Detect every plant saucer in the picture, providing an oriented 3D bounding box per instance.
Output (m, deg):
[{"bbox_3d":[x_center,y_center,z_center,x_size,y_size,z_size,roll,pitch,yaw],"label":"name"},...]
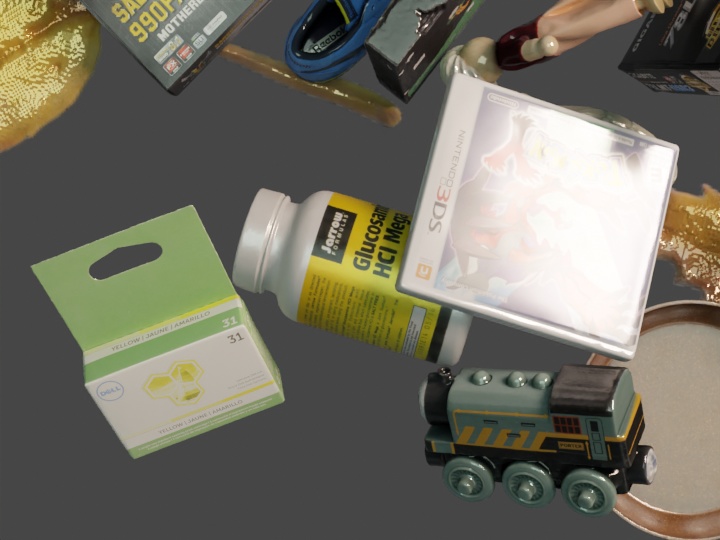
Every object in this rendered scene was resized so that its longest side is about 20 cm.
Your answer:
[{"bbox_3d":[0.278,0.126,1.202,0.198,0.034,0.203,0,89,4],"label":"plant saucer"}]

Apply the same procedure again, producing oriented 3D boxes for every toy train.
[{"bbox_3d":[0.140,0.129,1.150,0.198,0.085,0.115,2,122,27],"label":"toy train"}]

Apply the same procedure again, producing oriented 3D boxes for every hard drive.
[{"bbox_3d":[0.061,-0.210,1.133,0.038,0.200,0.140,38,92,5],"label":"hard drive"}]

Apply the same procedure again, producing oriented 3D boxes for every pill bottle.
[{"bbox_3d":[0.000,0.000,1.178,0.198,0.112,0.114,16,90,3],"label":"pill bottle"}]

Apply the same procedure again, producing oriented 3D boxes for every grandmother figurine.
[{"bbox_3d":[0.155,-0.197,1.172,0.199,0.121,0.061,-22,89,28],"label":"grandmother figurine"}]

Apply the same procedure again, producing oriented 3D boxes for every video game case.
[{"bbox_3d":[0.143,-0.043,1.128,0.198,0.023,0.184,17,77,-8],"label":"video game case"}]

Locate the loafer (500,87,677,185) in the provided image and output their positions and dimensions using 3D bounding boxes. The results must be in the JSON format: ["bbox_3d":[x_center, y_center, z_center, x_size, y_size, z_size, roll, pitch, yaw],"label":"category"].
[{"bbox_3d":[0.168,-0.100,1.198,0.198,0.070,0.070,16,50,-7],"label":"loafer"}]

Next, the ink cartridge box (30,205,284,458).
[{"bbox_3d":[-0.162,0.055,1.161,0.144,0.048,0.201,-20,133,3],"label":"ink cartridge box"}]

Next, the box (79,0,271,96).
[{"bbox_3d":[-0.146,-0.277,1.219,0.200,0.048,0.158,-44,88,2],"label":"box"}]

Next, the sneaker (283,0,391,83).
[{"bbox_3d":[0.015,-0.236,1.197,0.200,0.078,0.066,-44,86,0],"label":"sneaker"}]

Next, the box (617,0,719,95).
[{"bbox_3d":[0.305,-0.234,1.121,0.049,0.198,0.201,30,92,-16],"label":"box"}]
